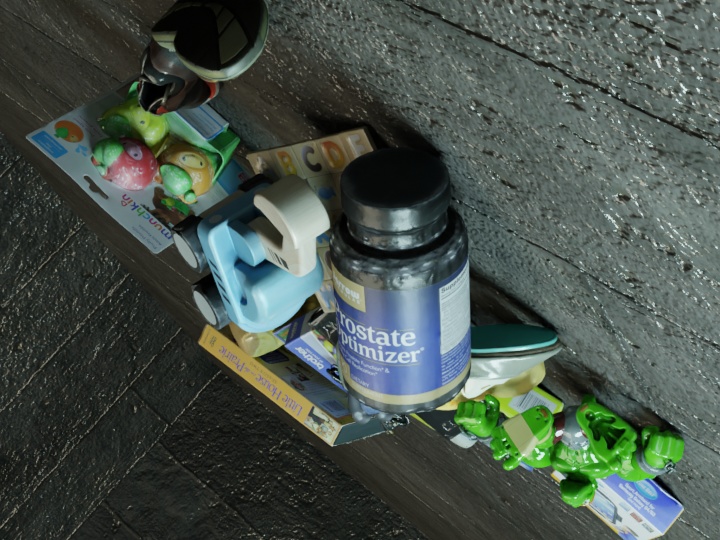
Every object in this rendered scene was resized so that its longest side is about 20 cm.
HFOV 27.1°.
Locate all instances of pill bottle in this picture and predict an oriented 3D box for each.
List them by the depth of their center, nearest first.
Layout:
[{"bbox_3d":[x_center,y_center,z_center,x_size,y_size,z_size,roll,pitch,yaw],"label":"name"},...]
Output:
[{"bbox_3d":[0.032,0.008,1.200,0.112,0.111,0.201,33,141,40],"label":"pill bottle"}]

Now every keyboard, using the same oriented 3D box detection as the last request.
[{"bbox_3d":[0.030,0.103,1.507,0.200,0.021,0.127,41,130,-15],"label":"keyboard"}]

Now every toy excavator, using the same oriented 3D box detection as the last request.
[{"bbox_3d":[-0.074,-0.017,1.268,0.200,0.100,0.195,32,147,47],"label":"toy excavator"}]

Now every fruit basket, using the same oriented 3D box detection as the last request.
[{"bbox_3d":[-0.222,-0.122,1.574,0.185,0.094,0.200,42,-147,7],"label":"fruit basket"}]

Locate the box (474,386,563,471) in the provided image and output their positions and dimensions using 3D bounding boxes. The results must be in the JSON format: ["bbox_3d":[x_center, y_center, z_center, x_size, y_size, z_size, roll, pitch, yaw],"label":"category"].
[{"bbox_3d":[0.151,0.150,1.598,0.122,0.048,0.200,32,167,12],"label":"box"}]

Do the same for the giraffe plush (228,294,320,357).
[{"bbox_3d":[-0.087,-0.019,1.644,0.199,0.173,0.162,5,-149,-43],"label":"giraffe plush"}]

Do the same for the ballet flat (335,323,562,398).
[{"bbox_3d":[0.078,0.082,1.323,0.067,0.198,0.064,-79,-12,-69],"label":"ballet flat"}]

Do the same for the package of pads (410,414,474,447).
[{"bbox_3d":[0.058,0.117,1.779,0.200,0.068,0.155,30,163,51],"label":"package of pads"}]

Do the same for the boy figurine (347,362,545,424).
[{"bbox_3d":[0.079,0.101,1.406,0.199,0.065,0.124,-19,167,37],"label":"boy figurine"}]

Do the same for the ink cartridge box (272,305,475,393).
[{"bbox_3d":[0.010,0.074,1.537,0.119,0.042,0.199,39,136,-26],"label":"ink cartridge box"}]

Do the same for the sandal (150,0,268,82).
[{"bbox_3d":[-0.112,-0.187,1.200,0.057,0.080,0.201,52,176,-25],"label":"sandal"}]

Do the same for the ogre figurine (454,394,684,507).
[{"bbox_3d":[0.198,0.156,1.351,0.120,0.199,0.099,39,-139,-60],"label":"ogre figurine"}]

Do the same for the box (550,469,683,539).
[{"bbox_3d":[0.263,0.226,1.545,0.119,0.042,0.200,41,171,10],"label":"box"}]

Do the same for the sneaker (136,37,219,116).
[{"bbox_3d":[-0.189,-0.187,1.445,0.077,0.082,0.200,42,169,3],"label":"sneaker"}]

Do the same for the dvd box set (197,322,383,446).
[{"bbox_3d":[-0.065,0.118,1.655,0.199,0.030,0.146,35,-162,22],"label":"dvd box set"}]

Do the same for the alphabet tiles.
[{"bbox_3d":[-0.004,-0.040,1.299,0.199,0.008,0.168,-6,115,50],"label":"alphabet tiles"}]
